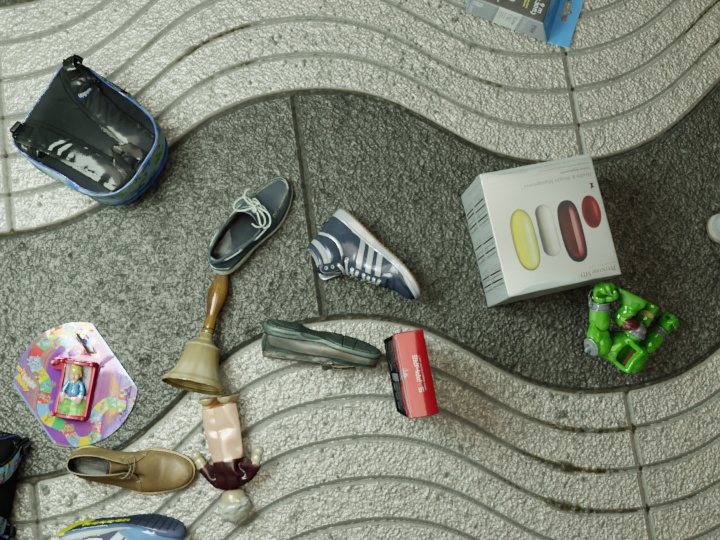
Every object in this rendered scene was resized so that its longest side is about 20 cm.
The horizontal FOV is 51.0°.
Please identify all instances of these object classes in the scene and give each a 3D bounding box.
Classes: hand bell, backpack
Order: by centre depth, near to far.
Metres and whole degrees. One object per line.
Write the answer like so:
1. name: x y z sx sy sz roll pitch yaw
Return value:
1. backpack: -0.591 0.328 1.107 0.133 0.200 0.184 8 83 -3
2. backpack: -0.417 -0.204 1.214 0.199 0.147 0.184 33 81 5
3. hand bell: -0.247 0.092 1.229 0.103 0.104 0.201 11 71 -2

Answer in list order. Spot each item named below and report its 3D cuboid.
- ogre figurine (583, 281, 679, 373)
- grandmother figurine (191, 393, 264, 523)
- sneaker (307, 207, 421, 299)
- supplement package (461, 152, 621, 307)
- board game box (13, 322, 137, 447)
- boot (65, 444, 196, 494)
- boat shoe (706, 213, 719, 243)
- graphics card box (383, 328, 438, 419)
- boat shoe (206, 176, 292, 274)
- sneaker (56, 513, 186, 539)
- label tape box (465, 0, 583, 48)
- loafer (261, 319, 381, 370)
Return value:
1. ogre figurine: 0.437 0.099 1.248 0.098 0.199 0.121 29 96 39
2. grandmother figurine: -0.210 0.302 1.210 0.120 0.060 0.202 -9 86 23
3. sneaker: 0.000 0.000 1.252 0.108 0.070 0.200 -44 80 -13
4. supplement package: 0.291 -0.062 1.242 0.190 0.147 0.201 -12 83 -5
5. board game box: -0.465 0.184 1.213 0.158 0.039 0.200 -36 86 -7
6. boot: -0.361 0.315 1.187 0.198 0.075 0.074 7 80 -7
7. boat shoe: 0.711 -0.083 1.311 0.198 0.069 0.071 -8 81 -6
8. graphics card box: 0.075 0.160 1.173 0.050 0.200 0.126 -10 82 -5
9. boat shoe: -0.184 -0.083 1.251 0.075 0.062 0.200 40 75 9
10. sneaker: -0.367 0.429 1.175 0.198 0.074 0.083 -6 85 3
11. label tape box: 0.305 -0.501 1.342 0.199 0.066 0.144 20 82 1
12. loafer: -0.067 0.133 1.242 0.199 0.072 0.063 15 102 5
